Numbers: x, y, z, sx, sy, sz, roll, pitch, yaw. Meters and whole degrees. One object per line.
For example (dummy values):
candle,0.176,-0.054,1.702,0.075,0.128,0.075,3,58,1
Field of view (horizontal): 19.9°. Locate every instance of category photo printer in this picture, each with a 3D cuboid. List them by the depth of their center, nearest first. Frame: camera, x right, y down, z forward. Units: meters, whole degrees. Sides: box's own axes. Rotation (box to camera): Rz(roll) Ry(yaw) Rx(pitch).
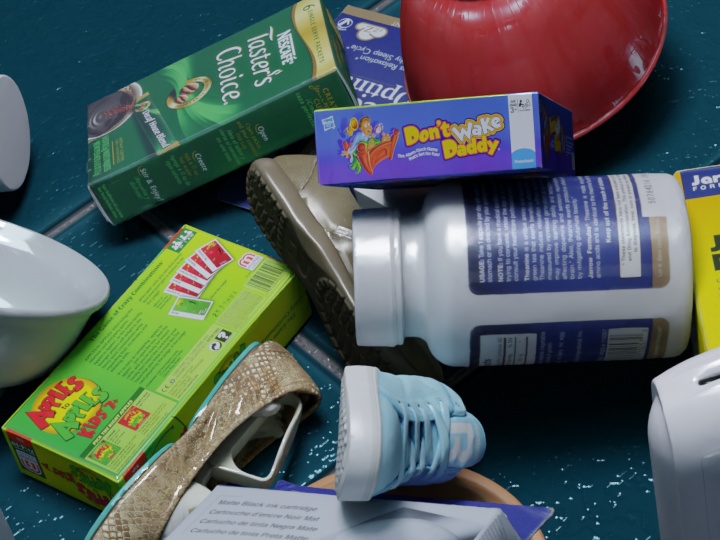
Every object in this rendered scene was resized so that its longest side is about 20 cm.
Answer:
photo printer,0.239,0.108,1.100,0.165,0.201,0.070,-13,44,3

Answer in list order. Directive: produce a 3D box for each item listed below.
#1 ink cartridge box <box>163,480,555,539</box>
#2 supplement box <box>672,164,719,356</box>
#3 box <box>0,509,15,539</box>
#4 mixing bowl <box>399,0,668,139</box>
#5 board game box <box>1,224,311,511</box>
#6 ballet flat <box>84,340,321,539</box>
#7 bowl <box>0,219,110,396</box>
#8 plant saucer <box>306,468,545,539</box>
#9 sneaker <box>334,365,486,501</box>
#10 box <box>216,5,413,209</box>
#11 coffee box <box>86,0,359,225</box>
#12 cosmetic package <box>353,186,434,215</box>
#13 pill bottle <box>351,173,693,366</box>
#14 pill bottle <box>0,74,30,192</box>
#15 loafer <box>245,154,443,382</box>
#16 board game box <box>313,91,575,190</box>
ink cartridge box,-0.021,0.162,1.125,0.198,0.041,0.200,0,27,32
supplement box,0.255,0.038,1.228,0.108,0.109,0.201,-8,45,6
box,-0.314,0.108,1.303,0.060,0.117,0.199,-40,49,-24
mixing bowl,0.105,-0.192,1.421,0.198,0.109,0.202,-12,53,17
board game box,-0.131,0.065,1.346,0.101,0.048,0.200,19,53,30
ballet flat,-0.092,0.125,1.267,0.065,0.071,0.200,29,62,19
bowl,-0.272,0.029,1.360,0.199,0.091,0.201,15,15,-4
plant saucer,0.016,0.189,1.199,0.198,0.032,0.202,-7,46,7
sneaker,0.031,0.090,1.170,0.081,0.075,0.200,2,5,6
box,-0.009,-0.113,1.500,0.120,0.033,0.200,18,54,28
coffee box,-0.103,-0.118,1.480,0.198,0.044,0.123,-24,34,9
cosmetic package,0.094,-0.022,1.370,0.082,0.051,0.199,-39,50,-23
pill bottle,0.095,0.001,1.233,0.198,0.112,0.112,-2,45,0
pill bottle,-0.352,-0.095,1.513,0.198,0.113,0.113,-3,46,11
loafer,0.000,0.000,1.322,0.067,0.076,0.201,-28,74,-20
board game box,0.058,-0.078,1.275,0.133,0.045,0.200,-4,1,11
